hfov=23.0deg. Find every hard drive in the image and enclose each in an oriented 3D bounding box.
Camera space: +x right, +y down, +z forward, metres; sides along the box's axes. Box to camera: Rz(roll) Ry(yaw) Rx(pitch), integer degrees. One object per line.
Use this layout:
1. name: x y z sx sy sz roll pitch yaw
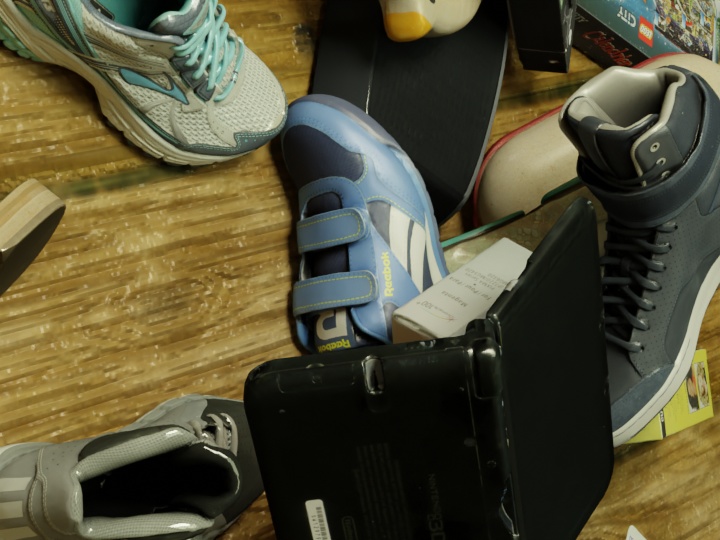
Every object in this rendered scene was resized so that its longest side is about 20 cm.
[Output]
1. hard drive: 0.037 -0.142 1.083 0.135 0.042 0.202 34 58 -40
2. hard drive: 0.115 -0.222 1.090 0.200 0.037 0.141 60 38 -73

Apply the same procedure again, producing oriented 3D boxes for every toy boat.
1. toy boat: 0.162 -0.061 1.153 0.199 0.131 0.131 -28 106 -5

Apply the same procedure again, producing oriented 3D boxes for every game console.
1. game console: 0.043 0.082 0.883 0.117 0.174 0.201 -92 173 -52

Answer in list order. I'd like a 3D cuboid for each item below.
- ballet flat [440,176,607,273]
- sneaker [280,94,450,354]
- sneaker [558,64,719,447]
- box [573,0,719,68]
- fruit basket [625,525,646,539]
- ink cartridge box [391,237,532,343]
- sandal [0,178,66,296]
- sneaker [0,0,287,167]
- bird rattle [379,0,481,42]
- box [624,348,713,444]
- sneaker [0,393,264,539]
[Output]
1. ballet flat: 0.113 -0.015 1.049 0.063 0.199 0.067 65 5 6
2. sneaker: 0.000 0.000 0.986 0.082 0.074 0.202 -30 101 -40
3. sneaker: 0.140 -0.014 0.961 0.146 0.077 0.204 38 79 -46
4. box: 0.194 -0.213 1.282 0.199 0.037 0.138 26 63 -43
5. fruit basket: 0.191 0.290 1.146 0.200 0.093 0.187 53 45 -48
6. ink cartridge box: 0.038 0.108 0.965 0.173 0.043 0.202 -32 134 -33
7. sandal: -0.213 0.010 0.762 0.069 0.078 0.212 37 40 2
8. sneaker: -0.100 -0.113 0.886 0.199 0.086 0.078 28 62 -42
9. bird rattle: 0.030 -0.217 1.016 0.200 0.112 0.165 -49 131 -63
10. box: 0.170 0.079 1.113 0.200 0.075 0.051 1 81 -71
11. sneaker: -0.080 0.100 0.838 0.199 0.115 0.076 -12 90 -49
